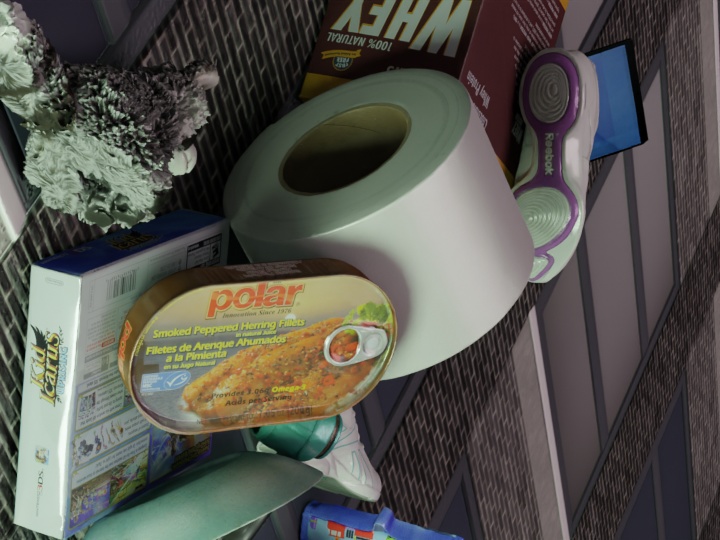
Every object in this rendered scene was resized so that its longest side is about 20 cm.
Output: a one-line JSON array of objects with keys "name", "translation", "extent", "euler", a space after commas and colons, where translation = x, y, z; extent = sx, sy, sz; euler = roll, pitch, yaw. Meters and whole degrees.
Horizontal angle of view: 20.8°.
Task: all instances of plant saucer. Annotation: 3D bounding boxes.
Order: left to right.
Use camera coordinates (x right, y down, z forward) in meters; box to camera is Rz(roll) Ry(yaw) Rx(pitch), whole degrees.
[{"name": "plant saucer", "translation": [-0.123, 0.165, 1.363], "extent": [0.201, 0.200, 0.039], "euler": [-25, 91, -62]}]

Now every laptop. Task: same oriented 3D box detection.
[{"name": "laptop", "translation": [0.215, -0.120, 2.058], "extent": [0.201, 0.102, 0.178], "euler": [-64, 154, -27]}]

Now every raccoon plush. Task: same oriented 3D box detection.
[{"name": "raccoon plush", "translation": [-0.152, -0.124, 1.228], "extent": [0.201, 0.096, 0.135], "euler": [76, 28, -47]}]

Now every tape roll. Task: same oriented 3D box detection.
[{"name": "tape roll", "translation": [0.014, -0.036, 1.458], "extent": [0.203, 0.201, 0.140], "euler": [-57, 133, -38]}]

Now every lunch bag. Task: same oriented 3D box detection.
[{"name": "lunch bag", "translation": [0.025, 0.290, 1.776], "extent": [0.094, 0.149, 0.201], "euler": [-56, 150, -40]}]

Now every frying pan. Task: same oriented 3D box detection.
[{"name": "frying pan", "translation": [-0.066, 0.162, 1.549], "extent": [0.191, 0.031, 0.115], "euler": [-54, 178, 23]}]

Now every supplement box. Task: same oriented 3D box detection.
[{"name": "supplement box", "translation": [0.067, -0.191, 1.636], "extent": [0.197, 0.132, 0.202], "euler": [40, 65, -65]}]

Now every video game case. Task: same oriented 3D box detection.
[{"name": "video game case", "translation": [-0.162, 0.066, 1.354], "extent": [0.200, 0.045, 0.183], "euler": [-25, 124, -62]}]

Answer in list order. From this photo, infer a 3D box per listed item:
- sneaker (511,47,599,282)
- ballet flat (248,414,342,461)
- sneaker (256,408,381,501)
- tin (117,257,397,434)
[{"name": "sneaker", "translation": [0.172, -0.089, 1.669], "extent": [0.099, 0.074, 0.202], "euler": [-20, 121, -64]}, {"name": "ballet flat", "translation": [-0.076, 0.081, 1.462], "extent": [0.070, 0.200, 0.068], "euler": [31, 92, -26]}, {"name": "sneaker", "translation": [-0.023, 0.148, 1.695], "extent": [0.200, 0.070, 0.081], "euler": [46, 57, -63]}, {"name": "tin", "translation": [-0.069, 0.048, 1.326], "extent": [0.198, 0.042, 0.113], "euler": [-4, 121, -28]}]
